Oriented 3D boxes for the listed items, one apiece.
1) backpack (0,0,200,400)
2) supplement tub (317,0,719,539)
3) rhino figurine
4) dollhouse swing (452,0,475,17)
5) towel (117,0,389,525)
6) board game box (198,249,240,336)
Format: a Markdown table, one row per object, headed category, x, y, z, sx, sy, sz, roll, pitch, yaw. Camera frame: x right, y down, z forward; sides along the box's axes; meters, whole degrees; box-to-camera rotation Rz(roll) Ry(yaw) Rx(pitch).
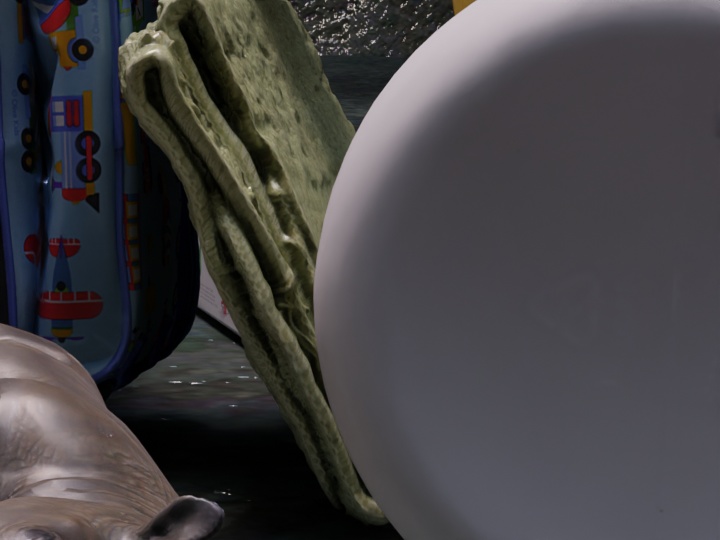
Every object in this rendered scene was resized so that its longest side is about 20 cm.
| category | x | y | z | sx | sy | sz | roll | pitch | yaw |
| --- | --- | --- | --- | --- | --- | --- | --- | --- | --- |
| backpack | -0.117 | -0.042 | 0.851 | 0.134 | 0.184 | 0.200 | -1 | 1 | 6 |
| supplement tub | 0.074 | -0.003 | 0.639 | 0.144 | 0.146 | 0.200 | 2 | 7 | 8 |
| rhino figurine | -0.078 | 0.050 | 0.594 | 0.087 | 0.060 | 0.200 | 10 | 7 | -21 |
| dollhouse swing | 0.156 | -0.111 | 1.412 | 0.199 | 0.177 | 0.181 | 5 | 9 | 35 |
| towel | -0.018 | -0.011 | 0.786 | 0.036 | 0.149 | 0.200 | -24 | 5 | 8 |
| board game box | 0.000 | 0.000 | 1.077 | 0.126 | 0.035 | 0.200 | -1 | 8 | -16 |
